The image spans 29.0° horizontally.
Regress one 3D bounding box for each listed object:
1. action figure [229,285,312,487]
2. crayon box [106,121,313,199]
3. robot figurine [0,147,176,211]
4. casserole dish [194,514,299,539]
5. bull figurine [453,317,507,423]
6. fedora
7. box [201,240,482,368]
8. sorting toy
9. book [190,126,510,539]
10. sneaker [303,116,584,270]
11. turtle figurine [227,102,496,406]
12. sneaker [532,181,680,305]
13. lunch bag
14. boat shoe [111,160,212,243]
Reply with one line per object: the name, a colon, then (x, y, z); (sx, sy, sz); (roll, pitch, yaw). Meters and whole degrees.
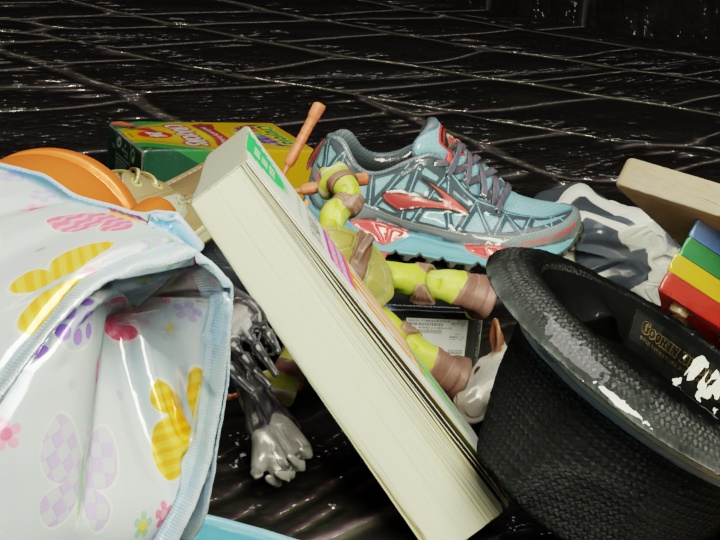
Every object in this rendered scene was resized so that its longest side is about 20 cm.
action figure: (-0.090, 0.066, 0.660); (0.118, 0.103, 0.200); (-19, -13, -12)
crayon box: (-0.125, -0.102, 1.295); (0.198, 0.051, 0.127); (-2, 17, -25)
robot figurine: (-0.183, 0.000, 0.741); (0.116, 0.144, 0.200); (35, 19, -2)
casserole dish: (-0.037, 0.144, 0.519); (0.198, 0.039, 0.121); (13, 18, 20)
bull figurine: (0.153, 0.075, 0.768); (0.197, 0.066, 0.122); (3, 18, -4)
fedora: (0.119, 0.076, 0.625); (0.199, 0.092, 0.201); (31, 15, -10)
box: (-0.032, 0.019, 0.928); (0.197, 0.044, 0.160); (3, 17, -9)
sorting toy: (0.260, 0.031, 0.807); (0.198, 0.070, 0.199); (34, -6, -41)
book: (-0.009, 0.027, 0.679); (0.048, 0.201, 0.134); (-35, 13, 5)
sneaker: (0.059, -0.054, 0.956); (0.197, 0.097, 0.079); (5, 17, -1)
turtle figurine: (0.000, 0.000, 0.821); (0.160, 0.202, 0.064); (22, -27, -10)
sneaker: (0.206, -0.027, 1.097); (0.196, 0.080, 0.130); (-5, 25, 0)
lunch bag: (-0.144, 0.060, 0.475); (0.168, 0.201, 0.127); (17, -19, 38)
boat shoe: (-0.151, -0.031, 0.897); (0.074, 0.067, 0.200); (-1, 29, 48)
